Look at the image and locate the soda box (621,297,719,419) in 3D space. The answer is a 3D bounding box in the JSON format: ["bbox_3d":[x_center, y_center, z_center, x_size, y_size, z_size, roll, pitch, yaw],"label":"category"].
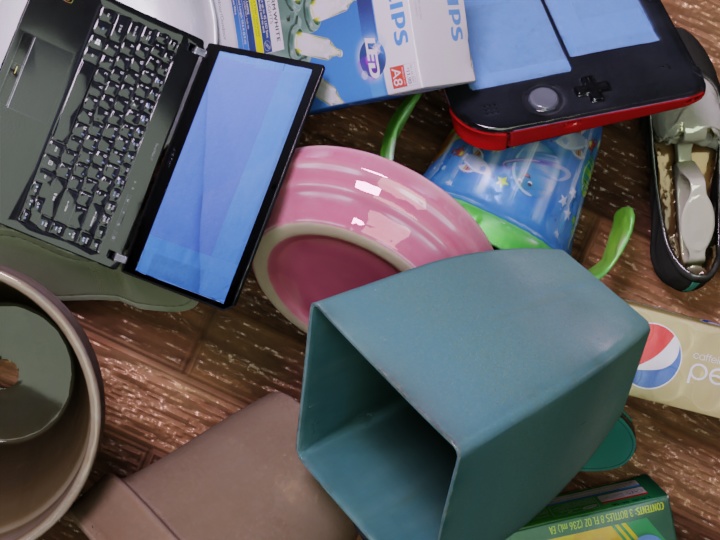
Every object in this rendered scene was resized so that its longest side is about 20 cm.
[{"bbox_3d":[0.247,0.069,1.009,0.197,0.064,0.069,15,94,-3],"label":"soda box"}]

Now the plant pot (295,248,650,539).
[{"bbox_3d":[0.081,0.076,0.850,0.198,0.141,0.143,-24,140,-32],"label":"plant pot"}]

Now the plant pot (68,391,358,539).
[{"bbox_3d":[-0.083,0.189,0.958,0.174,0.200,0.201,-42,95,-15],"label":"plant pot"}]

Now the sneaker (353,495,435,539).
[{"bbox_3d":[0.041,0.174,0.947,0.069,0.200,0.083,18,106,16],"label":"sneaker"}]

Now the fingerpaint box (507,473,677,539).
[{"bbox_3d":[0.151,0.267,1.017,0.197,0.073,0.169,-11,95,-1],"label":"fingerpaint box"}]

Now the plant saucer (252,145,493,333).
[{"bbox_3d":[0.000,0.000,0.932,0.199,0.201,0.051,29,57,-4],"label":"plant saucer"}]

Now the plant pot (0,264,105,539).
[{"bbox_3d":[-0.269,0.086,0.936,0.197,0.174,0.203,0,95,-1],"label":"plant pot"}]

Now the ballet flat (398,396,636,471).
[{"bbox_3d":[0.109,0.102,0.983,0.197,0.070,0.068,12,100,-14],"label":"ballet flat"}]

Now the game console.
[{"bbox_3d":[0.131,-0.175,0.938,0.174,0.031,0.202,-14,53,-2],"label":"game console"}]

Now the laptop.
[{"bbox_3d":[-0.154,-0.091,0.891,0.198,0.103,0.179,23,85,-15],"label":"laptop"}]

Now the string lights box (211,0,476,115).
[{"bbox_3d":[-0.016,-0.166,0.919,0.058,0.198,0.104,-14,96,-43],"label":"string lights box"}]

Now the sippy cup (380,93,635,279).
[{"bbox_3d":[0.112,-0.069,0.966,0.177,0.139,0.132,33,80,-47],"label":"sippy cup"}]

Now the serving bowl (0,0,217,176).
[{"bbox_3d":[-0.206,-0.170,0.962,0.197,0.066,0.203,-1,92,-16],"label":"serving bowl"}]

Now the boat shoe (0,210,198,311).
[{"bbox_3d":[-0.207,-0.018,0.988,0.198,0.072,0.061,10,50,8],"label":"boat shoe"}]

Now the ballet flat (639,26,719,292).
[{"bbox_3d":[0.251,-0.084,0.994,0.067,0.068,0.203,-6,95,-1],"label":"ballet flat"}]
